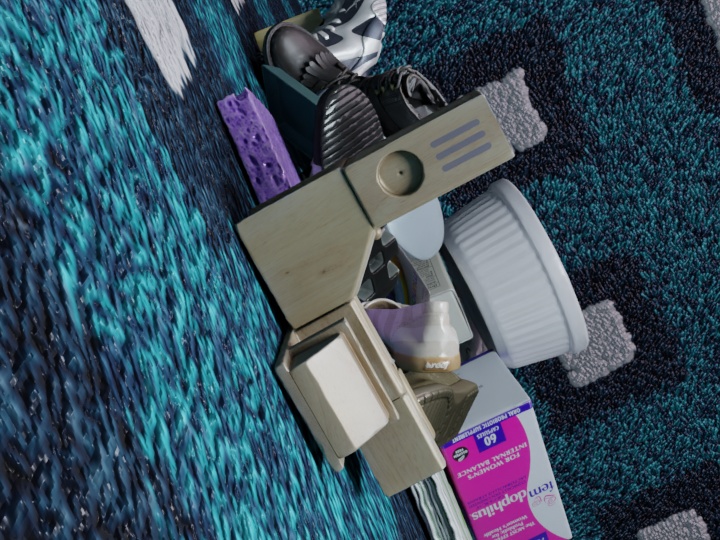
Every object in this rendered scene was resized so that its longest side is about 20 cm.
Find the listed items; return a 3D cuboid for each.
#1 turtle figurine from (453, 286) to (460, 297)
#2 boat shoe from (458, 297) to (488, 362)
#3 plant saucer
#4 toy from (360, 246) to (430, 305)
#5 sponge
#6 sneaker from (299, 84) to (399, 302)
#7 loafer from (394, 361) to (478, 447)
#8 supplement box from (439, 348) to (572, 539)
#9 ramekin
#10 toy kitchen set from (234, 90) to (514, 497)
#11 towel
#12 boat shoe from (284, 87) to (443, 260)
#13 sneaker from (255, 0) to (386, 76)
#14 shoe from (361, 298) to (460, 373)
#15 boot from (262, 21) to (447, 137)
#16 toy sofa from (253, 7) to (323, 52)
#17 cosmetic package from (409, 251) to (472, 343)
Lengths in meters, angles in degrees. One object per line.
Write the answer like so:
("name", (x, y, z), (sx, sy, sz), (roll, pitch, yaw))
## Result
("turtle figurine", (0.063, 0.020, 1.569), (0.200, 0.064, 0.161), (-2, -44, 53))
("boat shoe", (0.094, 0.104, 1.374), (0.069, 0.071, 0.201), (47, 39, -41))
("plant saucer", (-0.036, -0.127, 1.133), (0.200, 0.019, 0.070), (41, -33, 47))
("toy", (0.000, 0.000, 1.158), (0.115, 0.047, 0.200), (89, -23, -46))
("sponge", (-0.049, -0.034, 0.951), (0.112, 0.030, 0.201), (43, 23, -81))
("sneaker", (-0.026, -0.067, 1.040), (0.088, 0.074, 0.201), (25, -45, 38))
("loafer", (0.040, 0.113, 1.012), (0.067, 0.076, 0.200), (24, 3, 18))
("supplement box", (0.137, 0.201, 1.286), (0.103, 0.101, 0.200), (-122, -171, -56))
("ramekin", (0.155, 0.011, 1.320), (0.202, 0.094, 0.203), (155, -90, -89))
("toy kitchen set", (0.041, 0.021, 0.766), (0.200, 0.180, 0.163), (61, 6, -8))
("towel", (0.072, 0.217, 1.137), (0.200, 0.031, 0.150), (21, 47, -87))
("boat shoe", (0.002, -0.093, 1.244), (0.200, 0.071, 0.091), (54, -26, -15))
("sneaker", (-0.049, -0.249, 1.345), (0.079, 0.129, 0.200), (1, -98, 63))
("shoe", (0.035, 0.046, 1.008), (0.200, 0.070, 0.054), (-172, -103, -74))
("boot", (0.007, -0.183, 1.232), (0.200, 0.069, 0.174), (43, -18, -20))
("toy sofa", (-0.066, -0.251, 1.497), (0.200, 0.083, 0.098), (-79, 149, -82))
("cosmetic package", (0.041, 0.008, 1.320), (0.200, 0.103, 0.073), (-105, 171, -54))
